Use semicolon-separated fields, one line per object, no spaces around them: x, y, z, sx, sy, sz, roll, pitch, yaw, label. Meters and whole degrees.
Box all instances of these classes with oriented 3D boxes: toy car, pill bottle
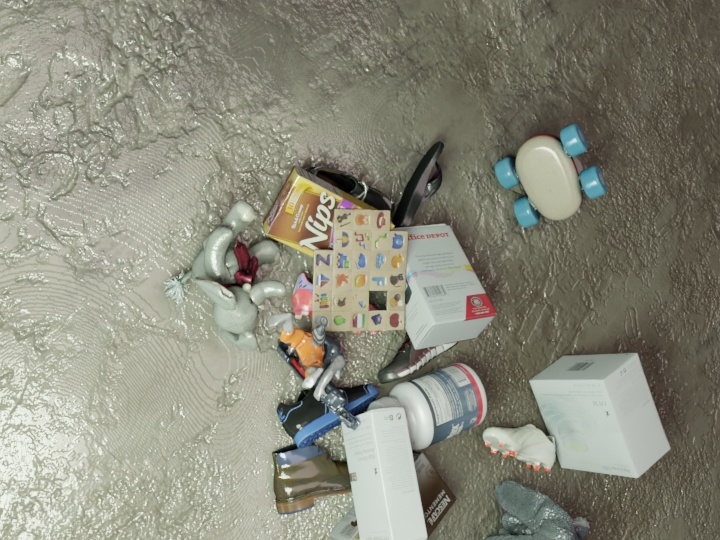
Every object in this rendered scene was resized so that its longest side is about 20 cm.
0.409;-0.213;1.521;0.179;0.182;0.200;61;31;-8;toy car
0.115;0.247;1.280;0.197;0.119;0.122;-14;90;-30;pill bottle

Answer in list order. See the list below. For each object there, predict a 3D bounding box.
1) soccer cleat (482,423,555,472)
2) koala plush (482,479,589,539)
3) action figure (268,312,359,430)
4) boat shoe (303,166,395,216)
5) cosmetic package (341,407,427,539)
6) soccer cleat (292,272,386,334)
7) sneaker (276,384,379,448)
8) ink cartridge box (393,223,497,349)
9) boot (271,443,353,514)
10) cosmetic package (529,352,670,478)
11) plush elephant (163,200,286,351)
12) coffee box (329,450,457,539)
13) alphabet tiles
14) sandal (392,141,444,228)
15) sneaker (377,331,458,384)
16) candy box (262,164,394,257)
0.311;0.333;1.419;0.198;0.069;0.079;30;64;-31;soccer cleat
0.356;0.522;1.366;0.199;0.182;0.180;38;66;-33;koala plush
-0.054;0.148;1.139;0.105;0.193;0.200;-46;73;1;action figure
-0.016;-0.133;1.289;0.197;0.067;0.073;19;72;-29;boat shoe
0.035;0.329;1.150;0.073;0.101;0.204;2;69;-32;cosmetic package
-0.027;0.061;1.257;0.196;0.066;0.078;14;71;-26;soccer cleat
-0.052;0.222;1.215;0.198;0.071;0.078;-19;60;-46;sneaker
0.131;0.025;1.296;0.143;0.083;0.203;-6;57;-30;ink cartridge box
-0.055;0.320;1.195;0.197;0.074;0.099;-15;93;-29;boot
0.471;0.285;1.439;0.122;0.198;0.204;-26;95;-31;cosmetic package
-0.187;0.024;1.103;0.199;0.166;0.155;-36;60;-14;plush elephant
0.058;0.423;1.243;0.200;0.079;0.115;-43;104;-28;coffee box
0.000;0.000;1.213;0.163;0.008;0.205;0;95;-17;alphabet tiles
0.115;-0.148;1.366;0.047;0.075;0.203;29;78;-17;sandal
0.087;0.119;1.317;0.198;0.075;0.117;-26;90;-40;sneaker
-0.054;-0.078;1.232;0.197;0.057;0.118;25;108;-24;candy box
